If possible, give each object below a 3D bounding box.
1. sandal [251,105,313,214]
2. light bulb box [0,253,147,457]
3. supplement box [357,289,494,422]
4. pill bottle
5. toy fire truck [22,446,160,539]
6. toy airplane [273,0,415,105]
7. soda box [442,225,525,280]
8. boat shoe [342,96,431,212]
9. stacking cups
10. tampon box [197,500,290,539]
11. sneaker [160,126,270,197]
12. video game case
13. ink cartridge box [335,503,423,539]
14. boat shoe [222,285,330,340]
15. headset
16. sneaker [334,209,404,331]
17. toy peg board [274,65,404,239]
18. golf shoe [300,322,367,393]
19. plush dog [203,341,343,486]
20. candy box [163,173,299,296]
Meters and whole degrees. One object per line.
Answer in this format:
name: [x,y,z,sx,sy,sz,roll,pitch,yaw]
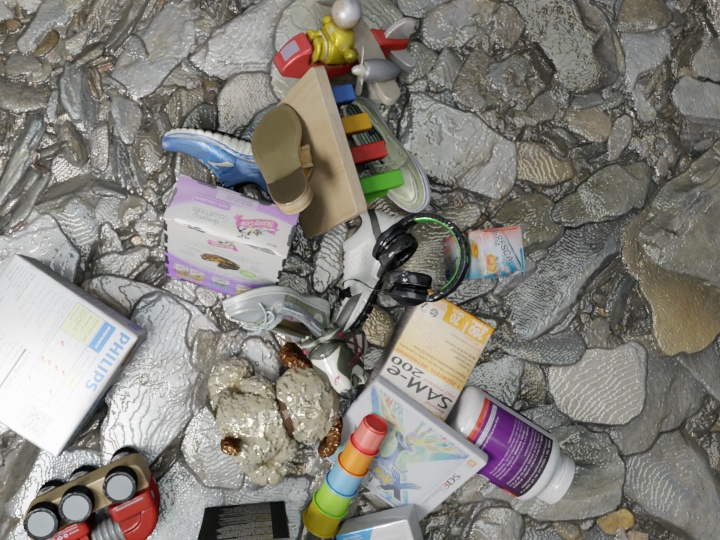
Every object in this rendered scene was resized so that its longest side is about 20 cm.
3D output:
sandal: [-0.097,-0.136,1.073,0.077,0.213,0.070,-24,135,7]
light bulb box: [-0.438,0.116,1.091,0.199,0.125,0.200,34,84,-6]
supplement box: [0.098,0.143,1.185,0.125,0.074,0.202,29,85,-5]
pill bottle: [0.219,0.267,1.177,0.198,0.112,0.113,32,84,-5]
toy fire truck: [-0.358,0.385,1.104,0.174,0.129,0.203,-23,103,-8]
toy airplane: [-0.007,-0.342,1.151,0.197,0.142,0.201,20,61,11]
soda box: [0.176,-0.022,1.137,0.062,0.200,0.070,-5,90,-8]
boat shoe: [0.033,-0.171,1.184,0.072,0.062,0.201,-36,86,26]
stacking cups: [-0.023,0.294,1.126,0.060,0.061,0.202,22,115,-6]
tampon box: [-0.157,0.421,1.079,0.124,0.200,0.153,-4,88,-7]
sneaker: [-0.204,-0.157,1.151,0.197,0.079,0.090,17,100,7]
video game case: [0.056,0.267,1.147,0.199,0.022,0.183,37,124,-4]
ink cartridge box: [0.049,0.464,1.157,0.114,0.067,0.203,-16,91,11]
boat shoe: [-0.111,0.067,1.110,0.074,0.201,0.066,-22,68,29]
headset: [0.053,-0.005,1.097,0.198,0.094,0.125,-25,75,18]
sneaker: [0.000,0.000,1.188,0.079,0.074,0.202,22,81,9]
toy peg board: [-0.033,-0.170,1.129,0.097,0.199,0.202,-17,89,-26]
golf shoe: [-0.027,0.131,1.107,0.077,0.200,0.089,-30,78,10]
plush dog: [-0.114,0.202,1.110,0.170,0.160,0.202,-24,90,-4]
candy box: [-0.183,-0.035,1.087,0.165,0.200,0.072,18,65,-6]
